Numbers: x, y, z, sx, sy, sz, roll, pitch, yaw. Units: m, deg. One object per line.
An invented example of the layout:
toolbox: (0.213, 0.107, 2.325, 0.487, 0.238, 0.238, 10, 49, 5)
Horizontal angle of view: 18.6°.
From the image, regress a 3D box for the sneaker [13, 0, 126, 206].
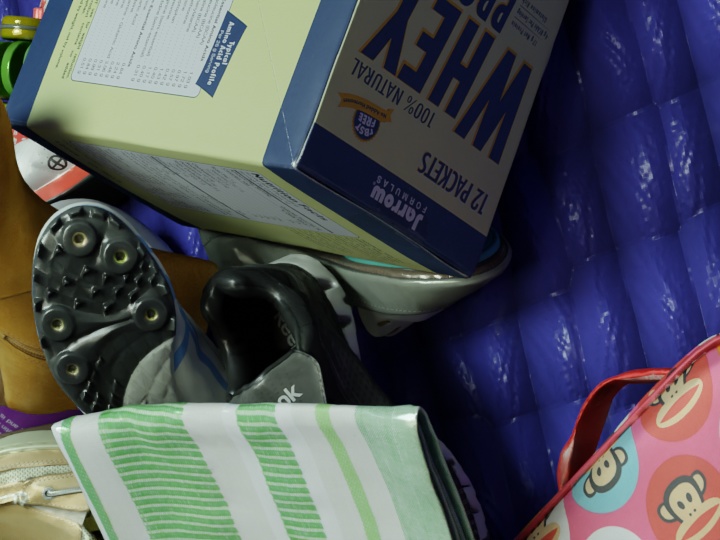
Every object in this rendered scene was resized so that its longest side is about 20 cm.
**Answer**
sneaker: (-0.169, -0.088, 1.241, 0.201, 0.067, 0.108, -32, 67, 32)

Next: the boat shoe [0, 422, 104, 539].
boat shoe: (-0.149, 0.123, 1.152, 0.199, 0.072, 0.076, -19, 56, 8)

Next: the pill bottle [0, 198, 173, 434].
pill bottle: (-0.185, 0.059, 1.217, 0.200, 0.112, 0.113, -44, 61, 31)

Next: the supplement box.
supplement box: (-0.027, -0.123, 1.034, 0.199, 0.134, 0.201, 12, 78, 42)

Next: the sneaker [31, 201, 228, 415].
sneaker: (-0.098, 0.048, 1.043, 0.072, 0.201, 0.073, -24, 30, 5)

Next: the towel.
towel: (-0.036, 0.124, 0.985, 0.199, 0.023, 0.153, -1, 122, 35)

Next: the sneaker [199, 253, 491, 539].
sneaker: (-0.016, 0.074, 1.004, 0.066, 0.090, 0.200, -42, 65, 21)

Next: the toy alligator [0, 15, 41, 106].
toy alligator: (-0.195, -0.108, 1.186, 0.199, 0.054, 0.060, 7, 90, 35)

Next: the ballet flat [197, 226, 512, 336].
ballet flat: (0.000, 0.000, 1.101, 0.199, 0.067, 0.064, 12, 124, 42)

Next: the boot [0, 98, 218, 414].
boot: (-0.136, -0.008, 1.056, 0.071, 0.143, 0.202, -108, 27, -43)

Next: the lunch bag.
lunch bag: (0.147, 0.124, 0.941, 0.200, 0.082, 0.177, -48, 59, 30)
